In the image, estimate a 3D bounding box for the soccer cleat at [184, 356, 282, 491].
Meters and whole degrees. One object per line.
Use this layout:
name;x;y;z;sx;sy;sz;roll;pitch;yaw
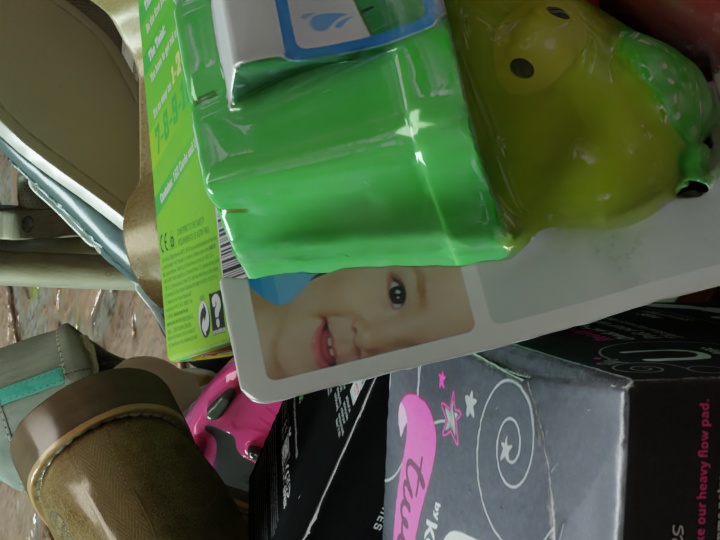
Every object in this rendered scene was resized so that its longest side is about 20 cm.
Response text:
soccer cleat;-0.041;0.089;0.944;0.200;0.070;0.086;-64;-1;24

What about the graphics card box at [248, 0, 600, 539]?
graphics card box;0.025;0.007;0.711;0.125;0.051;0.200;-100;33;-71

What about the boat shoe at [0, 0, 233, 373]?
boat shoe;-0.106;-0.037;0.972;0.062;0.200;0.073;-46;2;45

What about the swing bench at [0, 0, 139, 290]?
swing bench;-0.157;-0.095;1.055;0.130;0.200;0.199;-166;78;-67

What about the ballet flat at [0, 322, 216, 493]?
ballet flat;-0.079;0.061;0.954;0.067;0.064;0.200;69;-165;16

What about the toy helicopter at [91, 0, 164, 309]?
toy helicopter;-0.061;-0.074;0.934;0.079;0.132;0.200;-15;60;26

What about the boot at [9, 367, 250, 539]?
boot;-0.049;0.107;0.801;0.075;0.074;0.200;58;180;30

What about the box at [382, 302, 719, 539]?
box;0.074;0.113;0.601;0.132;0.115;0.200;-164;76;-66

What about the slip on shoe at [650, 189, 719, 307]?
slip on shoe;0.065;0.072;0.707;0.074;0.061;0.200;-68;-2;-77

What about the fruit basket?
fruit basket;0.054;-0.074;0.568;0.094;0.200;0.185;57;-161;-55

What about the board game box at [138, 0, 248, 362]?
board game box;-0.044;-0.076;0.777;0.096;0.030;0.200;161;102;-67
